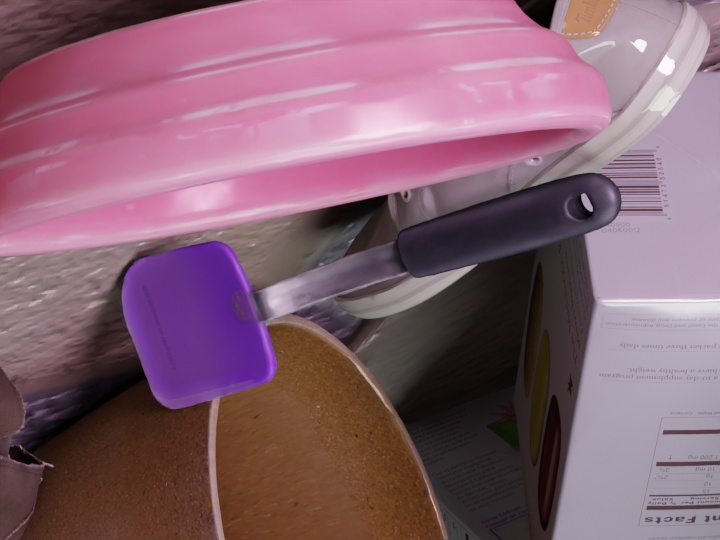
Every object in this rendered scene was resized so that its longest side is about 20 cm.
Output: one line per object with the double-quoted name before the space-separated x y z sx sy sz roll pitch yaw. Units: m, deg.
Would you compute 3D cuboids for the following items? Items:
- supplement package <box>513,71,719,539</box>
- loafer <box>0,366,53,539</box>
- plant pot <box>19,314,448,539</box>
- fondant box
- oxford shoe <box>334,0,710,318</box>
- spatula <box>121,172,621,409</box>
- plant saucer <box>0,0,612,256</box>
"supplement package" 0.124 0.033 1.060 0.109 0.114 0.200 -1 139 -4
"loafer" -0.159 0.051 0.965 0.071 0.073 0.200 -57 163 -16
"plant pot" -0.088 0.136 1.096 0.199 0.187 0.186 -20 162 26
"fondant box" 0.114 0.109 1.216 0.144 0.200 0.058 -19 117 -18
"oxford shoe" 0.043 -0.046 0.972 0.058 0.075 0.200 34 140 -14
"spatula" 0.000 0.000 0.959 0.199 0.057 0.021 -18 -173 25
"plant saucer" -0.027 -0.046 0.821 0.200 0.051 0.201 -10 178 0
